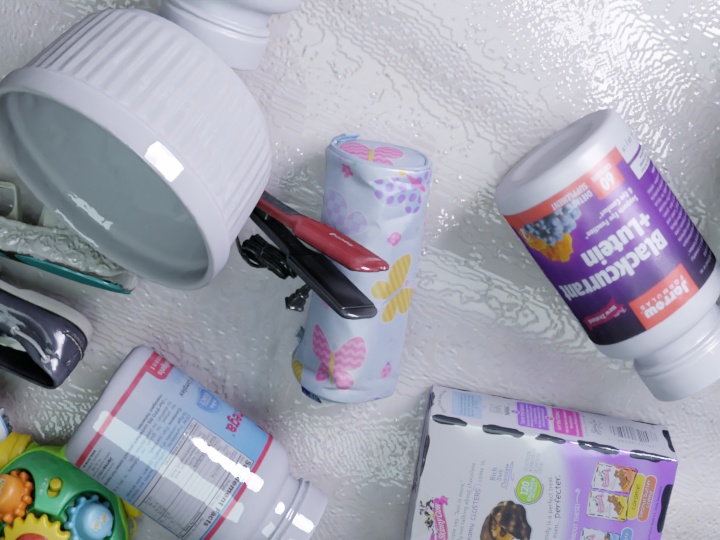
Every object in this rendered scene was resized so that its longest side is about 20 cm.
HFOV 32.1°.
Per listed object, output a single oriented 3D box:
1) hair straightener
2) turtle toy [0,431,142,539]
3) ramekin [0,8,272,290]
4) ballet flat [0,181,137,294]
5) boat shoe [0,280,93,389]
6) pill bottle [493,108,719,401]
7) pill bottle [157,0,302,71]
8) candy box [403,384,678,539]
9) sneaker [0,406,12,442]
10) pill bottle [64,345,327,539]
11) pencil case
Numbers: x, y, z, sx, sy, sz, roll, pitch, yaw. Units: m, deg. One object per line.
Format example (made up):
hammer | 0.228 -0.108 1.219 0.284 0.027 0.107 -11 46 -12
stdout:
hair straightener | -0.057 -0.008 0.929 0.199 0.041 0.078 30 116 41
turtle toy | -0.262 0.237 1.043 0.144 0.101 0.203 16 107 1
ramekin | -0.155 -0.091 0.893 0.199 0.200 0.106 39 65 -6
ballet flat | -0.268 -0.034 0.986 0.197 0.072 0.073 14 107 1
boat shoe | -0.317 0.039 0.999 0.197 0.063 0.073 19 144 -3
pill bottle | 0.196 -0.007 0.921 0.111 0.112 0.201 -35 100 14
pill bottle | -0.075 -0.250 0.878 0.110 0.111 0.202 22 108 -1
candy box | 0.138 0.197 1.008 0.197 0.072 0.170 10 107 2
sneaker | -0.376 0.090 1.020 0.198 0.073 0.072 32 146 1
pill bottle | -0.128 0.159 1.004 0.199 0.109 0.109 36 107 -6
pencil case | 0.000 0.000 0.959 0.090 0.082 0.203 28 115 43
